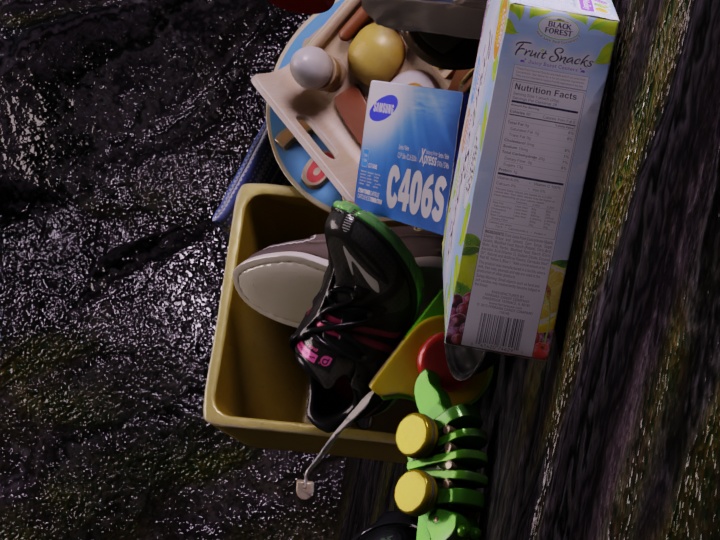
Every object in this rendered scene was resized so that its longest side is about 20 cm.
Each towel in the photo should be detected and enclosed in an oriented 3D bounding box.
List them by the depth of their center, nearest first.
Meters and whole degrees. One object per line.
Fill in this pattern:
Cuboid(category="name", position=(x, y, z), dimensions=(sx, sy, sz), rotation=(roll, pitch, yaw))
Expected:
Cuboid(category="towel", position=(-0.052, -0.075, 1.885), dimensions=(0.146, 0.024, 0.200), rotation=(-63, -26, -6))

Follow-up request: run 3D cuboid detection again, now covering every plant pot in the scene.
Cuboid(category="plant pot", position=(-0.003, 0.061, 1.820), dimensions=(0.200, 0.192, 0.197), rotation=(69, -152, -72))

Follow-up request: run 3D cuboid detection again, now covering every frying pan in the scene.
Cuboid(category="frying pan", position=(0.073, 0.011, 1.550), dimensions=(0.190, 0.031, 0.116), rotation=(-140, 61, -74))

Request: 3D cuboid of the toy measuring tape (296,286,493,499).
Cuboid(category="toy measuring tape", position=(0.037, 0.095, 1.596), dimensions=(0.201, 0.073, 0.074), rotation=(-53, 2, -1))

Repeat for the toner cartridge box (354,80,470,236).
Cuboid(category="toner cartridge box", position=(0.049, -0.077, 1.549), dimensions=(0.200, 0.043, 0.096), rotation=(-160, 78, -72))

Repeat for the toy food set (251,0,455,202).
Cuboid(category="toy food set", position=(0.023, -0.167, 1.695), dimensions=(0.200, 0.144, 0.060), rotation=(-48, -25, 18))

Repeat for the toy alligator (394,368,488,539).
Cuboid(category="toy alligator", position=(0.061, 0.159, 1.510), dimensions=(0.054, 0.059, 0.202), rotation=(-17, 63, 38))

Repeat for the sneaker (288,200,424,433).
Cuboid(category="sneaker", position=(-0.006, 0.040, 1.617), dimensions=(0.084, 0.076, 0.201), rotation=(-36, -40, -36))

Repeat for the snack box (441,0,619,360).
Cuboid(category="snack box", position=(0.094, -0.074, 1.302), dimensions=(0.169, 0.067, 0.202), rotation=(-86, 4, -69))

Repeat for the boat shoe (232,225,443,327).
Cuboid(category="boat shoe", position=(0.000, 0.000, 1.690), dimensions=(0.060, 0.199, 0.072), rotation=(-60, -42, -43))

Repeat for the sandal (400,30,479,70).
Cuboid(category="sandal", position=(0.079, -0.201, 1.552), dimensions=(0.055, 0.082, 0.201), rotation=(-38, 20, 47))

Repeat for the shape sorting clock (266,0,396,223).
Cuboid(category="shape sorting clock", position=(0.021, -0.133, 1.757), dimensions=(0.039, 0.198, 0.202), rotation=(60, -145, -65))

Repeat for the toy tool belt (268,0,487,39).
Cuboid(category="toy tool belt", position=(0.045, -0.217, 1.429), dimensions=(0.125, 0.198, 0.124), rotation=(66, -148, -74))

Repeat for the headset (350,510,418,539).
Cuboid(category="headset", position=(0.012, 0.236, 1.554), dimensions=(0.200, 0.093, 0.125), rotation=(-25, -71, -76))

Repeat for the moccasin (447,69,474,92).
Cuboid(category="moccasin", position=(0.085, -0.089, 1.626), dimensions=(0.202, 0.073, 0.078), rotation=(115, 174, -47))
